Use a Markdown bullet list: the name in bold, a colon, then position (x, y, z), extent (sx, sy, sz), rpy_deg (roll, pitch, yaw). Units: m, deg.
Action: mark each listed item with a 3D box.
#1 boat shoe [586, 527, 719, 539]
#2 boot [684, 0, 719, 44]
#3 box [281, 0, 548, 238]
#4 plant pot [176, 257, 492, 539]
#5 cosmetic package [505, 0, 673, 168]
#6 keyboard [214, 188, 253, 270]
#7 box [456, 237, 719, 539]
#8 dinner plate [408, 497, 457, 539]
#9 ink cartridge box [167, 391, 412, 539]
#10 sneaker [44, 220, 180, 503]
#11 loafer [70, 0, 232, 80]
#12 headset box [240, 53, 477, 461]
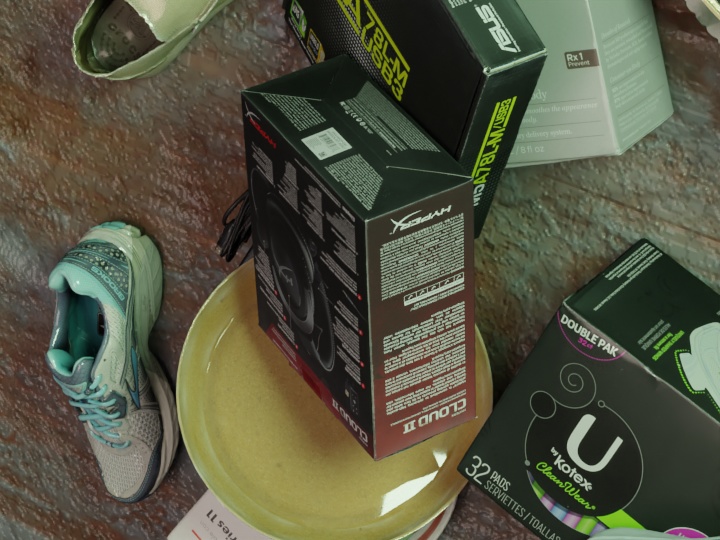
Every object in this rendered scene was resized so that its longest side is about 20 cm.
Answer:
- **boat shoe**: position (0.203, 0.185, 1.408), extent (0.199, 0.071, 0.072), rpy_deg (-4, 108, 30)
- **boot**: position (0.255, -0.169, 1.403), extent (0.138, 0.077, 0.200), rpy_deg (-39, 81, 18)
- **box**: position (0.025, -0.139, 1.458), extent (0.201, 0.047, 0.193), rpy_deg (61, 160, 23)
- **plant pot**: position (-0.016, 0.079, 1.589), extent (0.200, 0.200, 0.027), rpy_deg (45, 168, 7)
- **cosmetic package**: position (0.104, -0.169, 1.469), extent (0.106, 0.090, 0.201), rpy_deg (-5, 109, 35)
- **keyboard**: position (-0.050, -0.012, 1.629), extent (0.104, 0.040, 0.200), rpy_deg (40, 113, 14)
- **box**: position (0.190, 0.110, 1.505), extent (0.200, 0.124, 0.149), rpy_deg (38, 124, 13)
- **dinner plate**: position (-0.018, 0.108, 1.688), extent (0.199, 0.024, 0.201), rpy_deg (11, 114, 26)
- **ink cartridge box**: position (-0.046, 0.173, 1.674), extent (0.117, 0.067, 0.200), rpy_deg (46, 124, 7)
- **sneaker**: position (-0.182, 0.072, 1.731), extent (0.077, 0.086, 0.201), rpy_deg (5, 111, 30)
- **loafer**: position (-0.120, -0.183, 1.598), extent (0.076, 0.068, 0.200), rpy_deg (43, 130, 5)
- **headset box**: position (0.000, 0.000, 1.481), extent (0.149, 0.077, 0.201), rpy_deg (47, 151, 44)
